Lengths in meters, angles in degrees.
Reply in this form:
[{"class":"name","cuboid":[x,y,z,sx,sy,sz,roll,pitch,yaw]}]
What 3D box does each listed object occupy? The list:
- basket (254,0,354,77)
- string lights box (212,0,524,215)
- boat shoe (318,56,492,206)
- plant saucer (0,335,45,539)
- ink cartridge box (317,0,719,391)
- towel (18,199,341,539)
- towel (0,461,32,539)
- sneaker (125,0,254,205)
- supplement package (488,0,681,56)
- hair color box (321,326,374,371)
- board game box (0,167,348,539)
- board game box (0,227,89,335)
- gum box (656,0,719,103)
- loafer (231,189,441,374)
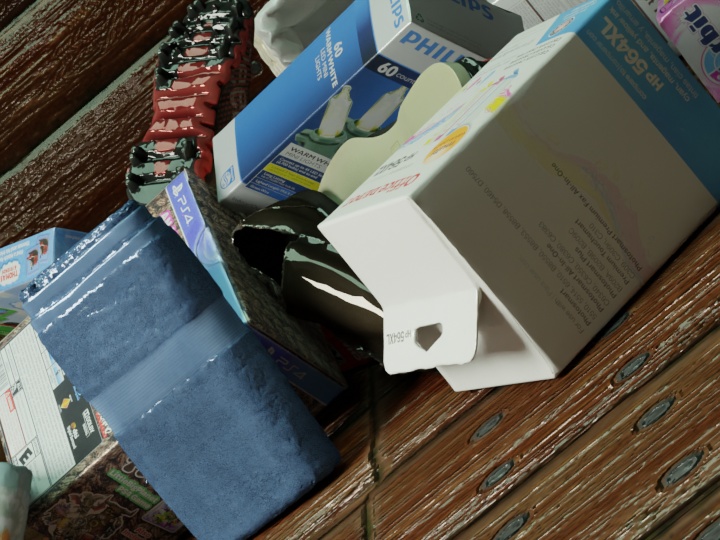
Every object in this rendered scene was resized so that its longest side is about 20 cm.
[{"class":"basket","cuboid":[0.034,-0.190,1.960,0.198,0.200,0.161,-42,8,-7]},{"class":"string lights box","cuboid":[0.005,-0.102,1.493,0.200,0.103,0.059,-41,42,37]},{"class":"boat shoe","cuboid":[0.037,-0.064,1.435,0.063,0.074,0.201,-7,-22,-34]},{"class":"plant saucer","cuboid":[-0.263,0.113,1.800,0.035,0.201,0.200,12,42,30]},{"class":"ink cartridge box","cuboid":[0.086,-0.032,1.266,0.200,0.125,0.128,-44,10,-22]},{"class":"towel","cuboid":[-0.105,0.062,1.382,0.112,0.200,0.049,-36,1,27]},{"class":"towel","cuboid":[-0.254,0.212,1.477,0.200,0.048,0.172,155,120,-65]},{"class":"sneaker","cuboid":[-0.115,-0.114,1.779,0.071,0.098,0.201,-2,60,29]},{"class":"supplement package","cuboid":[0.152,-0.179,1.699,0.200,0.114,0.110,-33,13,34]},{"class":"hair color box","cuboid":[0.040,-0.005,1.511,0.111,0.064,0.200,-47,10,-28]},{"class":"board game box","cuboid":[-0.131,0.067,1.512,0.200,0.097,0.160,-42,42,15]},{"class":"board game box","cuboid":[-0.200,0.015,1.659,0.200,0.151,0.037,-18,66,52]},{"class":"gum box","cuboid":[0.252,-0.187,1.487,0.113,0.066,0.200,-36,10,17]},{"class":"loafer","cuboid":[-0.013,0.014,1.413,0.071,0.073,0.200,-14,26,-29]}]
